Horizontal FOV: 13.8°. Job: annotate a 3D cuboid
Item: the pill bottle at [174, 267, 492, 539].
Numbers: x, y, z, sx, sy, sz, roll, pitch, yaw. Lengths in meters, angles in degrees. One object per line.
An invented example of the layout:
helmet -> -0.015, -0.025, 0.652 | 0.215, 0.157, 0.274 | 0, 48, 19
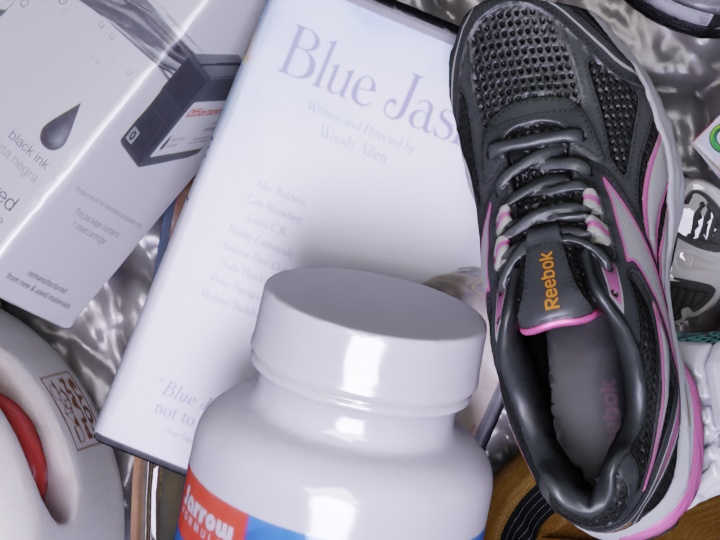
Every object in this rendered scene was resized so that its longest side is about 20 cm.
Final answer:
pill bottle -> -0.014, 0.106, 1.084 | 0.112, 0.112, 0.201 | 11, 105, 4

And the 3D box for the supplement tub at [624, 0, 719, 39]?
supplement tub -> 0.140, -0.151, 1.104 | 0.122, 0.200, 0.123 | 0, 90, 4

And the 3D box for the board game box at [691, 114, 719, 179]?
board game box -> 0.222, -0.089, 1.136 | 0.200, 0.126, 0.035 | -44, 64, 3

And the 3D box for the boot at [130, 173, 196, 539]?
boot -> -0.036, 0.059, 1.183 | 0.096, 0.075, 0.201 | 5, 89, 7

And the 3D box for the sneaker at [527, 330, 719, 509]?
sneaker -> 0.149, 0.052, 1.115 | 0.200, 0.091, 0.078 | -10, 84, 42

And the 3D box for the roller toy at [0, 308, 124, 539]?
roller toy -> -0.188, 0.099, 1.161 | 0.199, 0.140, 0.183 | 16, 97, 14

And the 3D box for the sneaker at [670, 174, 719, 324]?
sneaker -> 0.051, -0.031, 1.168 | 0.199, 0.083, 0.081 | 19, 104, -4

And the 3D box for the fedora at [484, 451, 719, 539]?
fedora -> 0.128, 0.129, 1.151 | 0.200, 0.201, 0.082 | -20, 128, 4

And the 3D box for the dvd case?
dvd case -> 0.000, 0.000, 1.124 | 0.142, 0.018, 0.201 | 22, 103, -4

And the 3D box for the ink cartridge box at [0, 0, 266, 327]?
ink cartridge box -> -0.114, -0.104, 1.161 | 0.145, 0.084, 0.200 | 42, 94, 25

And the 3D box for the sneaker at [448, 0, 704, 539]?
sneaker -> 0.076, -0.002, 1.046 | 0.080, 0.086, 0.201 | -17, 85, 15
